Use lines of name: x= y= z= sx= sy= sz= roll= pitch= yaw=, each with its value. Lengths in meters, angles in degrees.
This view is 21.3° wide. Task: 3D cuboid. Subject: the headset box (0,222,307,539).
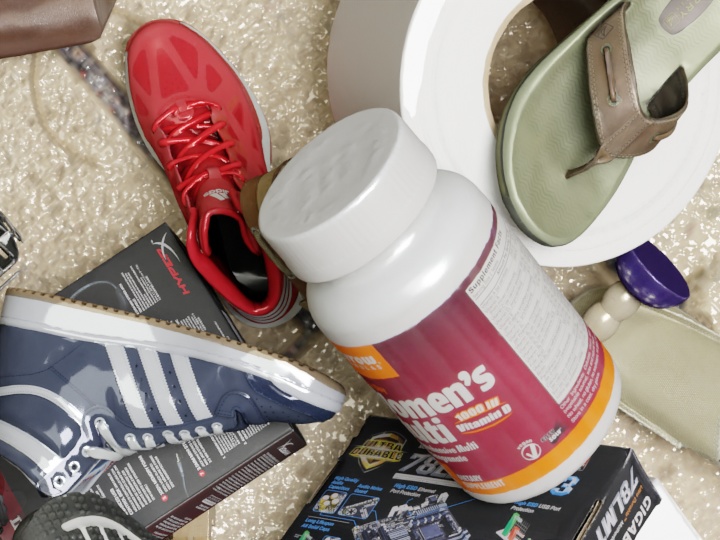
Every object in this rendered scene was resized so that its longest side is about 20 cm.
headset box: x=-0.155 y=0.092 z=1.132 sx=0.199 sy=0.075 sz=0.149 roll=-34 pitch=77 yaw=-2

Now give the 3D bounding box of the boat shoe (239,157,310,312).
boat shoe: x=0.000 y=0.000 z=1.099 sx=0.073 sy=0.200 sz=0.076 roll=-1 pitch=54 yaw=33

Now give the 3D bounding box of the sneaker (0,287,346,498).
sneaker: x=-0.113 y=0.084 z=1.057 sx=0.198 sy=0.070 sz=0.110 roll=14 pitch=83 yaw=6

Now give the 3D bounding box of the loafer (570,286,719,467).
loafer: x=0.209 y=0.074 z=1.152 sx=0.199 sy=0.068 sz=0.076 roll=31 pitch=87 yaw=1

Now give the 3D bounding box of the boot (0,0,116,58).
boot: x=-0.231 y=-0.122 z=1.150 sx=0.198 sy=0.064 sz=0.188 roll=-14 pitch=76 yaw=-5

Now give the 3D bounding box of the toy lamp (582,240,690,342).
toy lamp: x=0.109 y=0.065 z=1.129 sx=0.058 sy=0.058 sz=0.200 roll=45 pitch=113 yaw=2

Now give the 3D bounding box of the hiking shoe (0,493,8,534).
hiking shoe: x=-0.284 y=0.174 z=1.092 sx=0.076 sy=0.100 sz=0.200 roll=53 pitch=128 yaw=20

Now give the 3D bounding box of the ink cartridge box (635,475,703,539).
ink cartridge box: x=0.105 y=0.205 z=1.107 sx=0.199 sy=0.145 sz=0.085 roll=-35 pitch=88 yaw=-3

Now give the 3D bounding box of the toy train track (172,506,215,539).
toy train track: x=-0.099 y=0.234 z=1.151 sx=0.113 sy=0.033 sz=0.202 roll=-2 pitch=77 yaw=11

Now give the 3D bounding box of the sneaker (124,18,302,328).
sneaker: x=-0.084 y=-0.064 z=1.131 sx=0.078 sy=0.116 sz=0.201 roll=-28 pitch=88 yaw=-2

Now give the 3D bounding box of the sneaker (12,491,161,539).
sneaker: x=-0.133 y=0.183 z=1.053 sx=0.080 sy=0.200 sz=0.074 roll=-34 pitch=56 yaw=11

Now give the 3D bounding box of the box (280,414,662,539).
box: x=0.033 y=0.172 z=1.034 sx=0.199 sy=0.199 sz=0.050 roll=-53 pitch=127 yaw=-31

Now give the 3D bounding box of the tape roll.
tape roll: x=0.094 y=-0.112 z=1.094 sx=0.201 sy=0.139 sz=0.205 roll=-3 pitch=100 yaw=-17

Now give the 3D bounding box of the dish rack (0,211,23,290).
dish rack: x=-0.281 y=0.038 z=1.117 sx=0.200 sy=0.153 sz=0.055 roll=-43 pitch=130 yaw=-10

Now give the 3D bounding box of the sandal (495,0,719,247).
sandal: x=0.143 y=-0.103 z=1.007 sx=0.080 sy=0.057 sz=0.202 roll=39 pitch=86 yaw=-20

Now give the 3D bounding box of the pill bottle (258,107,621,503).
pill bottle: x=0.041 y=0.019 z=0.991 sx=0.109 sy=0.110 sz=0.200 roll=-43 pitch=118 yaw=-2
